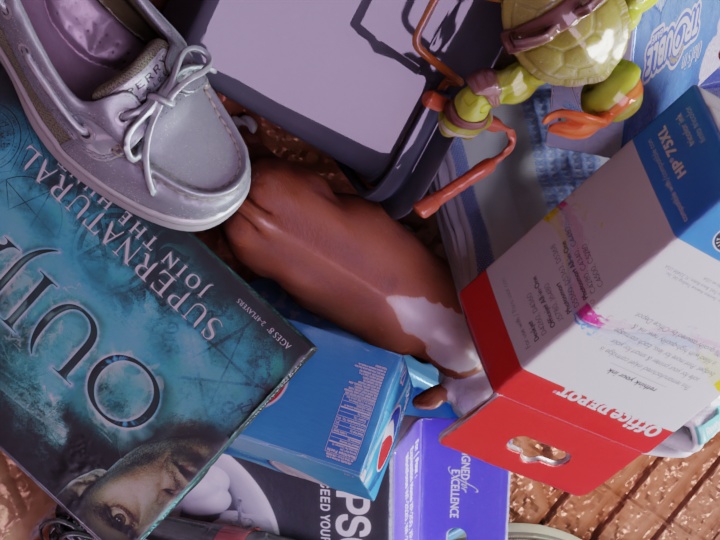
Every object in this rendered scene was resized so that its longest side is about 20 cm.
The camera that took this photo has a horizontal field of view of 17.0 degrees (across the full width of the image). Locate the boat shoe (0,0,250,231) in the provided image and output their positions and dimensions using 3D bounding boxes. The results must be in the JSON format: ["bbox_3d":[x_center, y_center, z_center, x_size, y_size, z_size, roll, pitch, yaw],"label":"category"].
[{"bbox_3d":[-0.122,-0.103,1.082,0.074,0.065,0.202,-40,94,-26],"label":"boat shoe"}]

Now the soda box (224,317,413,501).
[{"bbox_3d":[-0.079,0.048,1.168,0.200,0.068,0.064,18,77,11],"label":"soda box"}]

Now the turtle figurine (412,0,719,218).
[{"bbox_3d":[0.074,-0.117,1.060,0.200,0.064,0.161,-32,107,16],"label":"turtle figurine"}]

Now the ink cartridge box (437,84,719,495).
[{"bbox_3d":[0.131,0.016,1.140,0.116,0.067,0.200,24,125,-40],"label":"ink cartridge box"}]

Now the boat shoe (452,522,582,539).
[{"bbox_3d":[0.113,0.196,1.370,0.200,0.068,0.075,11,137,-25],"label":"boat shoe"}]

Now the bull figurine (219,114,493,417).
[{"bbox_3d":[0.000,0.000,1.217,0.200,0.121,0.065,39,95,-31],"label":"bull figurine"}]

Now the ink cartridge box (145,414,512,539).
[{"bbox_3d":[-0.023,0.156,1.256,0.200,0.043,0.198,4,125,7],"label":"ink cartridge box"}]

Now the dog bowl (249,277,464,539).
[{"bbox_3d":[-0.005,0.082,1.294,0.200,0.050,0.112,30,99,-29],"label":"dog bowl"}]

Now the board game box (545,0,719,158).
[{"bbox_3d":[0.150,-0.178,1.171,0.043,0.200,0.199,14,116,20],"label":"board game box"}]

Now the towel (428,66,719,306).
[{"bbox_3d":[0.129,-0.047,1.234,0.200,0.147,0.024,-3,148,-14],"label":"towel"}]

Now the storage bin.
[{"bbox_3d":[-0.002,-0.144,1.151,0.134,0.146,0.200,23,103,-18],"label":"storage bin"}]

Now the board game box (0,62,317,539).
[{"bbox_3d":[-0.138,0.019,1.118,0.200,0.028,0.135,42,92,6],"label":"board game box"}]

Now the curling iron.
[{"bbox_3d":[-0.062,0.143,1.216,0.200,0.026,0.050,8,146,1],"label":"curling iron"}]

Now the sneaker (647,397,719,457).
[{"bbox_3d":[0.185,0.072,1.344,0.200,0.088,0.075,-9,114,-19],"label":"sneaker"}]
